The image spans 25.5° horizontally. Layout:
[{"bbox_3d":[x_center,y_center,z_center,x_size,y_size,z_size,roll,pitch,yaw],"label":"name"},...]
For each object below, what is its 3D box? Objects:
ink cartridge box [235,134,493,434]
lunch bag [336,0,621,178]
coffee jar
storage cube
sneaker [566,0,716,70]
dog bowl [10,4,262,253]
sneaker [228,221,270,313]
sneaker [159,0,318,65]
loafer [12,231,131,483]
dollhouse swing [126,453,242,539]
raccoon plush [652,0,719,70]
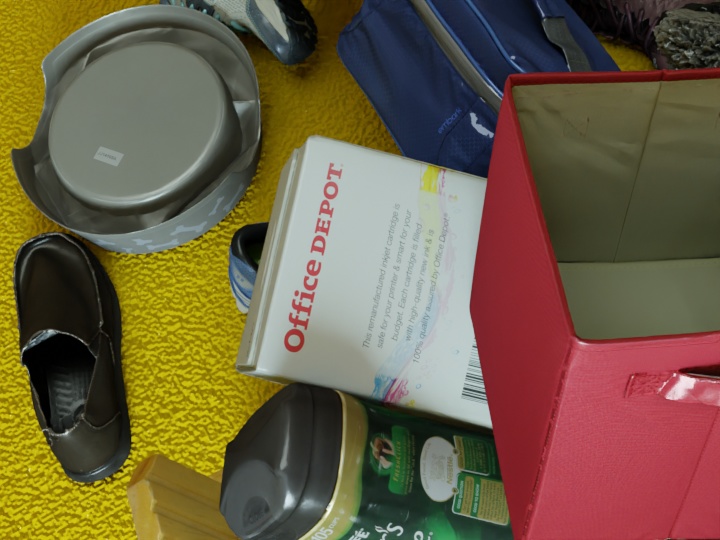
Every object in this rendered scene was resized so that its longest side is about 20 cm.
[{"bbox_3d":[0.034,0.016,0.998,0.198,0.145,0.147,15,84,-9],"label":"ink cartridge box"},{"bbox_3d":[0.087,-0.154,1.109,0.133,0.135,0.201,-51,57,31],"label":"lunch bag"},{"bbox_3d":[0.021,0.131,0.934,0.198,0.104,0.086,17,60,-22],"label":"coffee jar"},{"bbox_3d":[0.158,0.021,0.821,0.169,0.181,0.202,-3,48,-7],"label":"storage cube"},{"bbox_3d":[0.197,-0.181,1.158,0.197,0.076,0.117,-5,66,11],"label":"sneaker"},{"bbox_3d":[-0.165,-0.103,1.213,0.197,0.059,0.202,-6,62,11],"label":"dog bowl"},{"bbox_3d":[0.000,0.000,1.102,0.197,0.089,0.079,0,63,9],"label":"sneaker"},{"bbox_3d":[-0.108,-0.217,1.261,0.086,0.077,0.200,-44,58,9],"label":"sneaker"},{"bbox_3d":[-0.209,0.049,1.138,0.072,0.072,0.202,-22,61,2],"label":"loafer"},{"bbox_3d":[-0.019,0.183,0.965,0.180,0.176,0.202,-21,59,2],"label":"dollhouse swing"},{"bbox_3d":[0.233,-0.086,0.977,0.095,0.136,0.200,-1,19,-4],"label":"raccoon plush"}]
